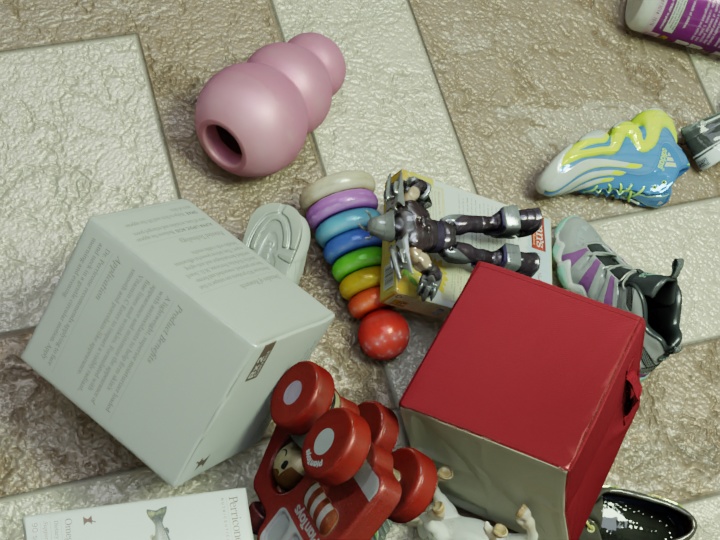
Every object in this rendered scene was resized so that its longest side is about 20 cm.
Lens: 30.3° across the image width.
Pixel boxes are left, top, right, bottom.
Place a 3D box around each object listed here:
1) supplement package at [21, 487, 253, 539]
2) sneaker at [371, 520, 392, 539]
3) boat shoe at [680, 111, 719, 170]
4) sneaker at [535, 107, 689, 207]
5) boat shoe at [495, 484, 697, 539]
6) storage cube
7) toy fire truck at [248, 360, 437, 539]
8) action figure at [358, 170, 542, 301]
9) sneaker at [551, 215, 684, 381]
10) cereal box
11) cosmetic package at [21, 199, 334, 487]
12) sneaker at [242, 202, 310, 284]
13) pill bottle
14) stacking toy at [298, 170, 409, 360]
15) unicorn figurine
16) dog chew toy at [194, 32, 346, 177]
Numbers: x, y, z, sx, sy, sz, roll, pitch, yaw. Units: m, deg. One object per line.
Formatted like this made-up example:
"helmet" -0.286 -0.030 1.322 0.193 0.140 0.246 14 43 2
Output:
"supplement package" -0.197 0.278 1.198 0.199 0.117 0.117 -6 64 -14
"sneaker" -0.034 0.247 1.256 0.115 0.075 0.200 -16 24 14
"boat shoe" 0.464 -0.194 1.584 0.199 0.074 0.068 -32 88 -14
"sneaker" 0.298 -0.111 1.510 0.199 0.076 0.105 -28 73 -23
"boat shoe" 0.236 0.246 1.332 0.200 0.061 0.072 8 64 -7
"storage cube" 0.157 0.131 1.285 0.199 0.171 0.180 19 58 22
"toy fire truck" -0.039 0.191 1.195 0.112 0.200 0.168 34 97 -34
"action figure" 0.087 -0.031 1.338 0.199 0.069 0.131 7 74 -26
"sneaker" 0.287 0.009 1.407 0.077 0.140 0.201 -10 69 -34
"cereal box" 0.116 -0.012 1.412 0.199 0.039 0.145 17 61 -26
"cosmetic package" -0.168 0.061 1.238 0.200 0.165 0.165 37 22 14
"sneaker" -0.102 0.033 1.364 0.076 0.081 0.201 24 82 15
"pill bottle" 0.434 -0.321 1.618 0.199 0.112 0.113 16 62 -3
"stacking toy" 0.000 0.000 1.402 0.085 0.085 0.201 -12 74 -17
"unicorn figurine" 0.116 0.268 1.274 0.074 0.138 0.200 -34 57 -27
"dog chew toy" -0.089 -0.191 1.450 0.124 0.125 0.200 38 56 8
